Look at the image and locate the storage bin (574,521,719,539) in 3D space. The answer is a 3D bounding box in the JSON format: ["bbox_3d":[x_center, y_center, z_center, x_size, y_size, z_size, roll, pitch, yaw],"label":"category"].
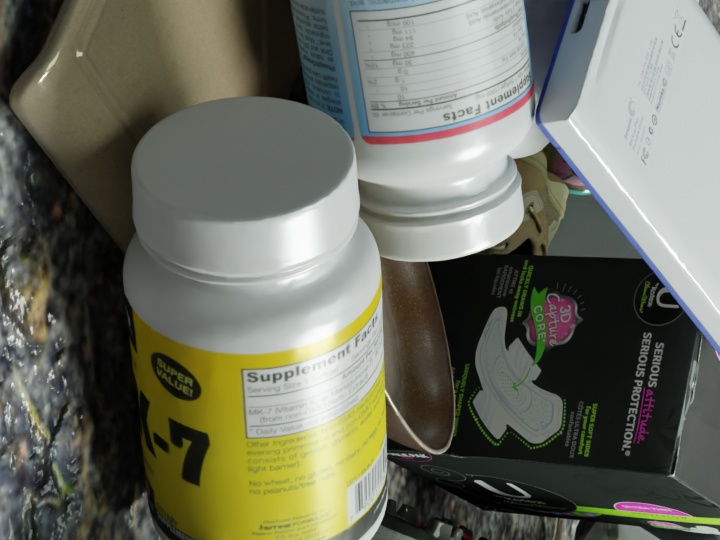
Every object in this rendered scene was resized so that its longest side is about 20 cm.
[{"bbox_3d":[0.166,0.257,1.473,0.134,0.145,0.201,-6,101,-64],"label":"storage bin"}]

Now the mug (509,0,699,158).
[{"bbox_3d":[0.083,-0.152,1.172,0.148,0.199,0.176,-130,-138,-69],"label":"mug"}]

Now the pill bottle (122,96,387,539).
[{"bbox_3d":[-0.046,0.031,0.995,0.114,0.114,0.200,-54,150,-47],"label":"pill bottle"}]

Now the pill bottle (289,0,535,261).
[{"bbox_3d":[0.024,-0.111,1.049,0.109,0.108,0.201,-46,133,-52],"label":"pill bottle"}]

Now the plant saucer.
[{"bbox_3d":[0.000,0.000,1.141,0.200,0.032,0.201,-17,90,-76],"label":"plant saucer"}]

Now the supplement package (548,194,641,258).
[{"bbox_3d":[0.226,0.020,1.540,0.200,0.151,0.151,49,52,-57],"label":"supplement package"}]

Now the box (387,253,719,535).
[{"bbox_3d":[0.131,0.071,1.278,0.148,0.200,0.125,32,67,-50],"label":"box"}]

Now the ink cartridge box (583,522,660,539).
[{"bbox_3d":[0.155,0.269,1.323,0.200,0.147,0.145,-59,179,6],"label":"ink cartridge box"}]

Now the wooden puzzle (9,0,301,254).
[{"bbox_3d":[-0.081,-0.110,1.023,0.200,0.037,0.185,-67,150,-23],"label":"wooden puzzle"}]

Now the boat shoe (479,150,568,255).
[{"bbox_3d":[0.076,-0.037,1.314,0.200,0.071,0.065,26,71,-64],"label":"boat shoe"}]

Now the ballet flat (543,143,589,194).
[{"bbox_3d":[0.160,-0.124,1.455,0.200,0.069,0.071,-56,167,-54],"label":"ballet flat"}]

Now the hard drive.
[{"bbox_3d":[0.161,-0.066,1.135,0.200,0.025,0.132,47,50,-39],"label":"hard drive"}]

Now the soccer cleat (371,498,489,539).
[{"bbox_3d":[0.044,0.190,1.314,0.200,0.070,0.087,30,83,-59],"label":"soccer cleat"}]
